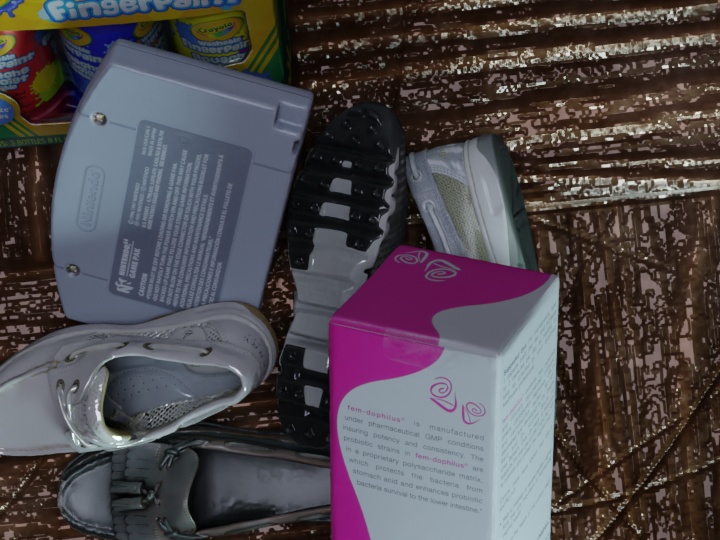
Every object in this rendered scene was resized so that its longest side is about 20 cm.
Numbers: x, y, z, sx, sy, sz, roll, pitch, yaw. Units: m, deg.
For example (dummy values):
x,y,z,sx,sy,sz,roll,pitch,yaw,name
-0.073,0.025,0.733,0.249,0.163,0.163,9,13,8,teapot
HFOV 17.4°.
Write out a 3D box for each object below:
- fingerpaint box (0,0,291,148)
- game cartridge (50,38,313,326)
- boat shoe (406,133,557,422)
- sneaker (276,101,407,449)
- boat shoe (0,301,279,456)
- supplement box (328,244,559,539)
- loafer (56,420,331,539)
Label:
x,y,z,sx,sy,sz,roll,pitch,yaw,name
-0.144,-0.148,1.325,0.198,0.167,0.074,-4,57,1,fingerpaint box
-0.109,-0.040,1.341,0.132,0.041,0.201,13,132,-4,game cartridge
0.073,0.024,1.375,0.064,0.074,0.204,-11,94,14,boat shoe
0.000,0.000,1.368,0.066,0.090,0.202,13,100,28,sneaker
-0.147,0.071,1.364,0.199,0.069,0.071,-19,109,20,boat shoe
0.046,0.102,1.306,0.100,0.103,0.201,12,121,21,supplement box
-0.085,0.125,1.387,0.198,0.063,0.073,-5,92,2,loafer
